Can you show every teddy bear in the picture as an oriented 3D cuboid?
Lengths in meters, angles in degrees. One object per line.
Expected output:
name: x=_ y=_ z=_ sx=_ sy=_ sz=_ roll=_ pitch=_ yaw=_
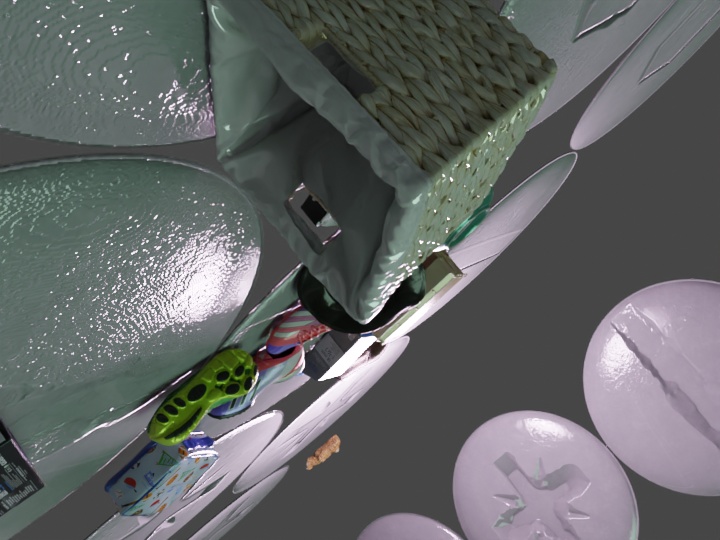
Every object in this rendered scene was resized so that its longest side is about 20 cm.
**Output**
teddy bear: x=-0.167 y=0.831 z=3.165 sx=0.199 sy=0.067 sz=0.145 roll=-37 pitch=168 yaw=-20

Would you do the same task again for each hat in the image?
hat: x=0.000 y=0.000 z=1.055 sx=0.195 sy=0.082 sz=0.203 roll=-2 pitch=134 yaw=-2

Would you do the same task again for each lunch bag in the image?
lunch bag: x=-0.332 y=0.340 z=1.202 sx=0.160 sy=0.076 sz=0.200 roll=-44 pitch=166 yaw=-1

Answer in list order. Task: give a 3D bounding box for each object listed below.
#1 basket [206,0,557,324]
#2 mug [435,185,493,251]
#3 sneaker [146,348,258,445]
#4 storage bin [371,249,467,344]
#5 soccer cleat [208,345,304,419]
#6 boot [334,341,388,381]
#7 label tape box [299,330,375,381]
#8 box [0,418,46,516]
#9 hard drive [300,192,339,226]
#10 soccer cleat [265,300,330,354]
basket: x=0.005 y=-0.108 z=0.522 sx=0.160 sy=0.199 sz=0.201 roll=-37 pitch=165 yaw=-24
mug: x=0.123 y=-0.097 z=1.053 sx=0.151 sy=0.115 sz=0.186 roll=-38 pitch=165 yaw=-16
sneaker: x=-0.234 y=0.179 z=1.029 sx=0.083 sy=0.075 sz=0.199 roll=-19 pitch=-169 yaw=48
storage bin: x=0.097 y=0.039 z=1.361 sx=0.200 sy=0.094 sz=0.198 roll=-43 pitch=169 yaw=11
soccer cleat: x=-0.178 y=0.173 z=1.174 sx=0.198 sy=0.068 sz=0.074 roll=-29 pitch=138 yaw=-31
boot: x=-0.005 y=0.176 z=1.694 sx=0.186 sy=0.069 sz=0.201 roll=-32 pitch=157 yaw=-9
label tape box: x=-0.062 y=0.186 z=1.507 sx=0.200 sy=0.063 sz=0.144 roll=-46 pitch=165 yaw=11
box: x=-0.422 y=0.235 z=0.681 sx=0.197 sy=0.050 sz=0.201 roll=-34 pitch=165 yaw=-28
hard drive: x=0.029 y=-0.136 z=0.839 sx=0.201 sy=0.038 sz=0.139 roll=-49 pitch=165 yaw=21
soccer cleat: x=-0.065 y=0.076 z=1.133 sx=0.199 sy=0.077 sz=0.067 roll=-40 pitch=167 yaw=-10
